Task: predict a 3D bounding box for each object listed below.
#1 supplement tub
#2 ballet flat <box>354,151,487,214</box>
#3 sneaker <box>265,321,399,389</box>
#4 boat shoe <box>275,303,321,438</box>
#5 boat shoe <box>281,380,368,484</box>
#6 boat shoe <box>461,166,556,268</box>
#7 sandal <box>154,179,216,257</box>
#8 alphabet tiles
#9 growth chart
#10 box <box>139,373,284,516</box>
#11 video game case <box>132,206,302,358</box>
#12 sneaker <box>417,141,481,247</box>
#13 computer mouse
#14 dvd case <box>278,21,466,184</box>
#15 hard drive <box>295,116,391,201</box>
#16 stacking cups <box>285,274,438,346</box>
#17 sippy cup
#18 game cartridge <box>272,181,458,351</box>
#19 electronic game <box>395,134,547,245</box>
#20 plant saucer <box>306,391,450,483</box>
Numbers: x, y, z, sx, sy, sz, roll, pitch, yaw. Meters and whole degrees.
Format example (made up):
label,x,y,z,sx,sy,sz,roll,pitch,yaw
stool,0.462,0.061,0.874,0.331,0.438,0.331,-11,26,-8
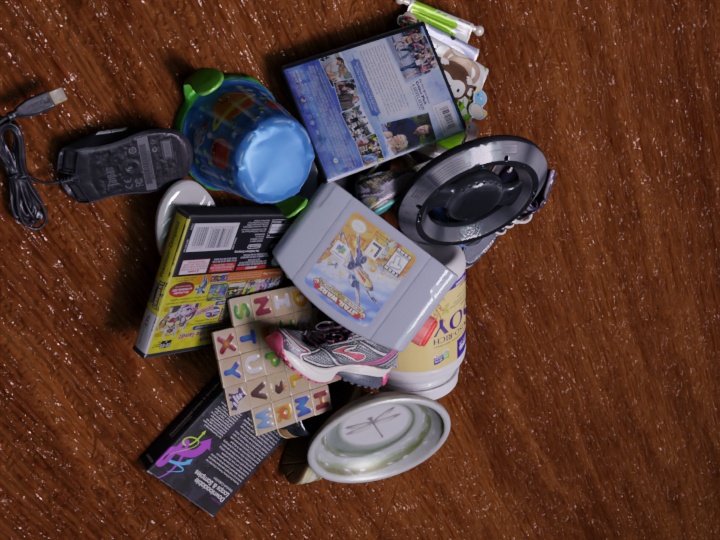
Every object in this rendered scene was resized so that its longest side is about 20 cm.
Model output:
label,x,y,z,sx,sy,sz,roll,pitch,yaw
supplement tub,0.073,0.064,1.244,0.145,0.145,0.201,-20,122,-27
ballet flat,0.077,-0.131,1.151,0.199,0.072,0.072,-24,124,-24
sneaker,-0.033,0.091,1.121,0.199,0.081,0.075,11,113,-46
boat shoe,-0.072,0.124,1.199,0.074,0.062,0.202,10,85,-47
boat shoe,-0.045,0.215,1.289,0.062,0.073,0.201,11,116,-45
boat shoe,0.201,-0.083,1.300,0.074,0.093,0.201,18,100,-40
sandal,-0.202,-0.027,1.063,0.082,0.050,0.203,-41,144,-25
alphabet tiles,-0.097,0.107,1.127,0.199,0.006,0.168,-11,90,-48
growth chart,0.097,-0.232,1.125,0.144,0.018,0.202,10,79,-19
box,-0.177,0.217,1.212,0.200,0.036,0.143,-48,131,-9
video game case,-0.163,0.010,1.077,0.199,0.025,0.182,-6,123,-54
sneaker,0.110,-0.126,1.241,0.066,0.078,0.201,-24,105,-18
computer mouse,-0.284,-0.135,0.956,0.199,0.046,0.141,-20,127,-14
dvd case,0.017,-0.201,1.071,0.199,0.018,0.144,-23,91,-21
hard drive,-0.017,-0.161,1.136,0.134,0.042,0.201,-12,118,-31
stacking cups,0.004,0.027,1.135,0.061,0.199,0.061,-56,165,-23
sippy cup,-0.122,-0.138,1.013,0.177,0.130,0.141,10,107,-39
game cartridge,0.000,0.000,1.087,0.200,0.042,0.134,37,88,2
electronic game,0.139,-0.096,1.131,0.199,0.042,0.200,-15,150,-9
plant saucer,0.021,0.215,1.224,0.199,0.050,0.201,-10,139,-9
